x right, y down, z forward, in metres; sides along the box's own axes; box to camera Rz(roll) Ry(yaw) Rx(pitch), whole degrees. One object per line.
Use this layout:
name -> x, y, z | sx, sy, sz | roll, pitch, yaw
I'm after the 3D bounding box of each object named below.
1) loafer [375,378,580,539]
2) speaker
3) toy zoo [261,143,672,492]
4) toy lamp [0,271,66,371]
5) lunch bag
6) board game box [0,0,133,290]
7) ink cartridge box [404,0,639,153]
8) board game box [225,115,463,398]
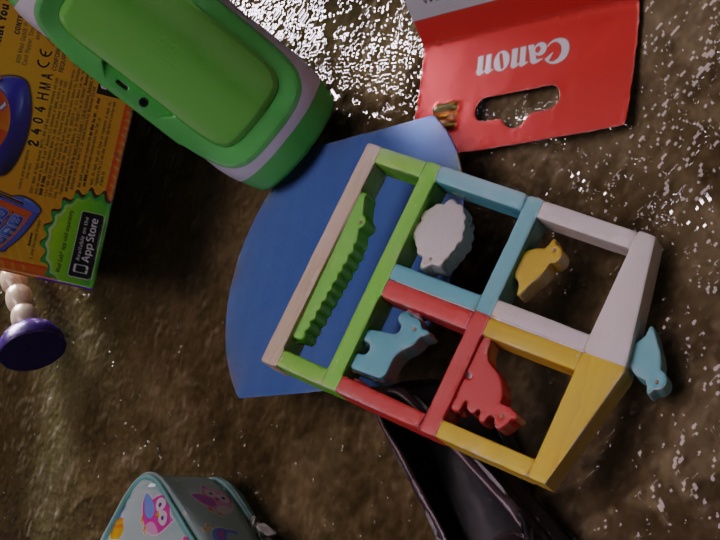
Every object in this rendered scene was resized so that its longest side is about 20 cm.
loafer -> 0.063, 0.135, 0.743 | 0.072, 0.063, 0.200 | -51, 47, 26
speaker -> -0.114, -0.136, 0.904 | 0.088, 0.200, 0.089 | -46, 18, 20
toy zoo -> 0.061, 0.023, 0.748 | 0.199, 0.020, 0.132 | 21, 80, 29
toy lamp -> -0.276, -0.016, 1.170 | 0.058, 0.058, 0.201 | -45, 49, 31
lunch bag -> -0.115, 0.226, 0.911 | 0.200, 0.077, 0.160 | -59, 43, 19
board game box -> -0.259, -0.110, 1.016 | 0.200, 0.199, 0.201 | -165, 88, -76
ink cartridge box -> 0.077, -0.169, 0.817 | 0.160, 0.047, 0.201 | -5, 75, 48
board game box -> 0.000, 0.000, 0.868 | 0.200, 0.039, 0.159 | -10, 62, 48
